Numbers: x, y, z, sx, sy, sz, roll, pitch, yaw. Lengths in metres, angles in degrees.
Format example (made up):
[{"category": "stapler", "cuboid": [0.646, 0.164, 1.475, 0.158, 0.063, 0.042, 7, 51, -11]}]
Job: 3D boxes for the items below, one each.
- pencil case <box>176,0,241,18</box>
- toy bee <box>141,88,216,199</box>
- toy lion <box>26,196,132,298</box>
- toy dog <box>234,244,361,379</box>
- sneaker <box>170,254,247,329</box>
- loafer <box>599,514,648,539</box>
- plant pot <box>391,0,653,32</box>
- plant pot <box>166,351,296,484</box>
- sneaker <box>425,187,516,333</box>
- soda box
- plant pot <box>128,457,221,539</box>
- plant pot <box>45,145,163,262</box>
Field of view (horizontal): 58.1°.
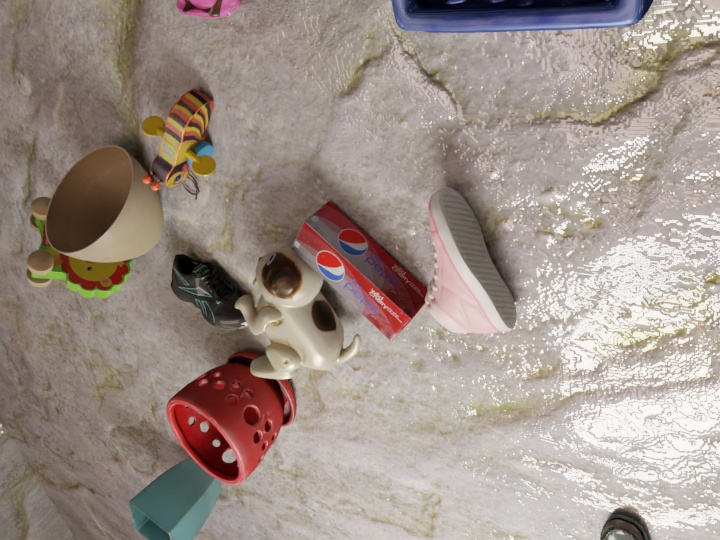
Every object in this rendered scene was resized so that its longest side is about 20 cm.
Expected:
[{"category": "pencil case", "cuboid": [-0.177, -0.397, 0.747, 0.093, 0.091, 0.202, 17, 134, 11]}, {"category": "toy bee", "cuboid": [-0.276, -0.168, 0.985, 0.130, 0.109, 0.202, 20, 132, 24]}, {"category": "toy lion", "cuboid": [-0.554, -0.041, 1.285, 0.069, 0.189, 0.202, -50, 45, 48]}, {"category": "toy dog", "cuboid": [-0.101, 0.058, 0.992, 0.192, 0.139, 0.202, 13, 126, 31]}, {"category": "sneaker", "cuboid": [-0.269, 0.038, 1.162, 0.198, 0.075, 0.080, 25, 132, 22]}, {"category": "loafer", "cuboid": [0.374, 0.441, 0.940, 0.071, 0.063, 0.202, 15, 129, 31]}, {"category": "plant pot", "cuboid": [0.138, -0.304, 0.481, 0.198, 0.180, 0.202, 13, 129, 32]}, {"category": "plant pot", "cuboid": [-0.237, 0.266, 1.227, 0.199, 0.182, 0.202, 21, 133, 25]}, {"category": "sneaker", "cuboid": [0.110, -0.001, 0.812, 0.104, 0.075, 0.202, -14, 115, 39]}, {"category": "soda box", "cuboid": [0.000, 0.000, 0.916, 0.200, 0.063, 0.070, 42, 139, 5]}, {"category": "plant pot", "cuboid": [-0.451, 0.583, 1.635, 0.140, 0.200, 0.142, 27, 135, 22]}, {"category": "plant pot", "cuboid": [-0.422, -0.096, 1.127, 0.198, 0.202, 0.134, 11, 164, 33]}]
